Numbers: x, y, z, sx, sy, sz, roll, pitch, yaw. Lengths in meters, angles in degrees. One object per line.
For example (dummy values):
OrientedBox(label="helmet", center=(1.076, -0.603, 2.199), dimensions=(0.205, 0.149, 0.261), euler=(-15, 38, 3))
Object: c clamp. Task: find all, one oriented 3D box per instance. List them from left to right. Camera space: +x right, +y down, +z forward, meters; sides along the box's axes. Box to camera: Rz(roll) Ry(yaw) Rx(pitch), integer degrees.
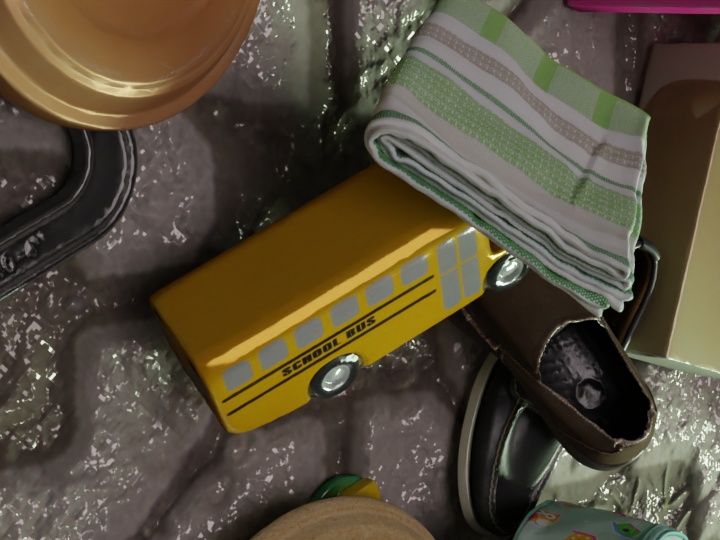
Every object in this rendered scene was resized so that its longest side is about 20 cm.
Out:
OrientedBox(label="c clamp", center=(-0.179, -0.067, 0.666), dimensions=(0.200, 0.027, 0.171), euler=(-42, 124, -28))

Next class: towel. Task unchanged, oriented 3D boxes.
OrientedBox(label="towel", center=(0.085, -0.073, 0.761), dimensions=(0.149, 0.031, 0.200), euler=(35, 33, -7))

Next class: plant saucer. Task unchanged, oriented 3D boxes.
OrientedBox(label="plant saucer", center=(-0.110, -0.163, 0.674), dimensions=(0.200, 0.032, 0.201), euler=(-11, 104, -50))

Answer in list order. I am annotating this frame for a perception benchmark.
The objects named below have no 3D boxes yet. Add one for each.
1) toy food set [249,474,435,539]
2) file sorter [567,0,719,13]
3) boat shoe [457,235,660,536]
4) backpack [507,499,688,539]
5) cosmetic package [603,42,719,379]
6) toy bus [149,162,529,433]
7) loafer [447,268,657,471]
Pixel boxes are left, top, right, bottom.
OrientedBox(label="toy food set", center=(-0.019, 0.218, 0.810), dimensions=(0.198, 0.049, 0.200), euler=(-28, 112, -33))
OrientedBox(label="file sorter", center=(0.163, -0.256, 0.821), dimensions=(0.125, 0.139, 0.200), euler=(14, 87, -48))
OrientedBox(label="boat shoe", center=(0.117, 0.066, 0.885), dimensions=(0.072, 0.068, 0.200), euler=(33, 78, -41))
OrientedBox(label="backpack", center=(0.137, 0.237, 0.857), dimensions=(0.176, 0.153, 0.201), euler=(13, 81, -64))
OrientedBox(label="cosmetic package", center=(0.220, -0.036, 0.949), dimensions=(0.105, 0.071, 0.200), euler=(14, 87, -39))
OrientedBox(label="toy bus", center=(0.000, 0.000, 0.747), dimensions=(0.200, 0.065, 0.078), euler=(-31, 144, -12))
OrientedBox(label="loafer", center=(0.101, 0.023, 0.824), dimensions=(0.073, 0.071, 0.200), euler=(-43, 92, -13))
